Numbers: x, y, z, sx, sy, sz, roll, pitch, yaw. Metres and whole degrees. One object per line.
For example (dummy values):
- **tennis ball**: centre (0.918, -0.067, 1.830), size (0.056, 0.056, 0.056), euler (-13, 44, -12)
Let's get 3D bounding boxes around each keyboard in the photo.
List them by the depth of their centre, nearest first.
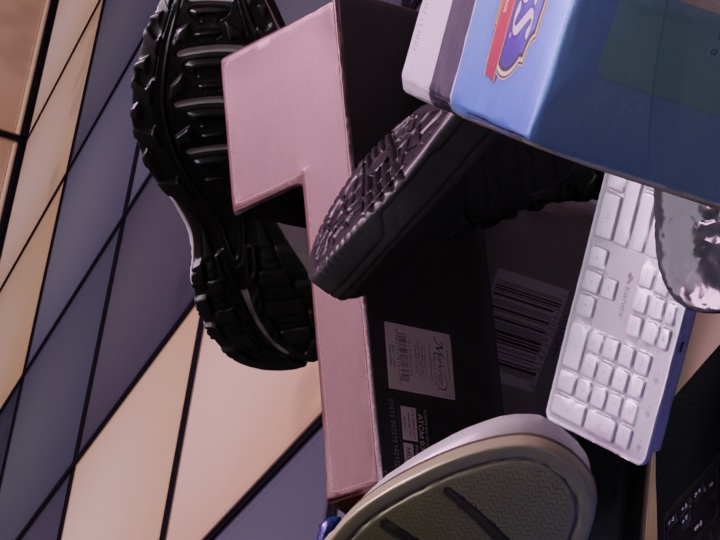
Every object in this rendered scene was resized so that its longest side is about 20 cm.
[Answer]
- **keyboard**: centre (0.104, -0.038, 0.844), size (0.056, 0.011, 0.201), euler (23, 102, 48)

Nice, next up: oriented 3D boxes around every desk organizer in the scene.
- **desk organizer**: centre (0.000, 0.000, 0.990), size (0.077, 0.071, 0.201), euler (-22, 66, 44)

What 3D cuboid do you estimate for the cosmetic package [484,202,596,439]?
- **cosmetic package**: centre (0.046, 0.003, 1.109), size (0.200, 0.090, 0.107), euler (-122, 50, -75)

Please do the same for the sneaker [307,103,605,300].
- **sneaker**: centre (0.078, -0.045, 0.901), size (0.200, 0.104, 0.060), euler (-50, 17, 17)

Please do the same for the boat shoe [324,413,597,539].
- **boat shoe**: centre (0.014, 0.112, 0.899), size (0.200, 0.075, 0.068), euler (-46, 8, 31)

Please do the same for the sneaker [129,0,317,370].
- **sneaker**: centre (-0.052, -0.053, 1.113), size (0.080, 0.074, 0.201), euler (-76, -19, -52)

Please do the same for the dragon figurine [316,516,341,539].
- **dragon figurine**: centre (-0.003, 0.194, 1.042), size (0.059, 0.099, 0.201), euler (-104, 29, -63)

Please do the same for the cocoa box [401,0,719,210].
- **cocoa box**: centre (0.132, -0.073, 0.638), size (0.131, 0.199, 0.134), euler (-138, 66, -73)

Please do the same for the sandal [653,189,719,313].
- **sandal**: centre (0.109, -0.087, 0.799), size (0.075, 0.048, 0.202), euler (-21, 67, 50)

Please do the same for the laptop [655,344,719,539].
- **laptop**: centre (0.098, 0.071, 0.803), size (0.177, 0.103, 0.201), euler (124, 158, -47)
